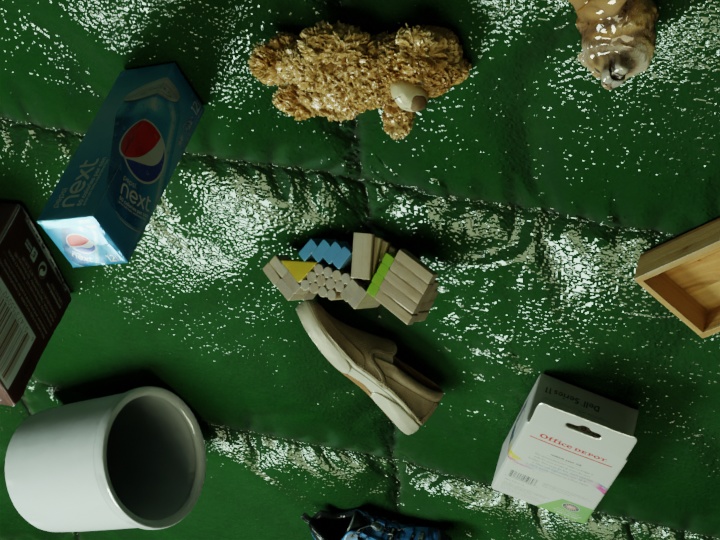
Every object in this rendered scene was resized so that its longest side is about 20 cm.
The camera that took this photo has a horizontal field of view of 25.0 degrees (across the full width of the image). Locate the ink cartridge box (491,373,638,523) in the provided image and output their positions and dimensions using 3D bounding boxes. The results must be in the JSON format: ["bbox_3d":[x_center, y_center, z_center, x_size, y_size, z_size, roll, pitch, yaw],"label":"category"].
[{"bbox_3d":[0.224,0.184,1.746,0.116,0.068,0.200,21,145,2],"label":"ink cartridge box"}]

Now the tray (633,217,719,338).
[{"bbox_3d":[0.354,-0.009,1.462,0.098,0.037,0.200,38,140,-21],"label":"tray"}]

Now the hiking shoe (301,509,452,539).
[{"bbox_3d":[0.020,0.343,2.045,0.199,0.075,0.087,-7,136,33],"label":"hiking shoe"}]

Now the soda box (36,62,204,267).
[{"bbox_3d":[-0.217,-0.099,1.494,0.067,0.201,0.064,-5,137,30],"label":"soda box"}]

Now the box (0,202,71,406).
[{"bbox_3d":[-0.464,0.031,1.815,0.199,0.165,0.166,6,142,21],"label":"box"}]

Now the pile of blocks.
[{"bbox_3d":[0.000,0.000,1.646,0.199,0.083,0.062,10,-173,30],"label":"pile of blocks"}]

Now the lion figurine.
[{"bbox_3d":[0.163,-0.234,1.256,0.200,0.073,0.122,44,154,-6],"label":"lion figurine"}]

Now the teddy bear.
[{"bbox_3d":[-0.005,-0.165,1.417,0.199,0.067,0.145,9,145,17],"label":"teddy bear"}]

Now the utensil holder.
[{"bbox_3d":[-0.319,0.239,2.007,0.199,0.171,0.170,-11,133,39],"label":"utensil holder"}]

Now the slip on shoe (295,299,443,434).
[{"bbox_3d":[0.011,0.093,1.750,0.061,0.076,0.200,-41,109,7],"label":"slip on shoe"}]
